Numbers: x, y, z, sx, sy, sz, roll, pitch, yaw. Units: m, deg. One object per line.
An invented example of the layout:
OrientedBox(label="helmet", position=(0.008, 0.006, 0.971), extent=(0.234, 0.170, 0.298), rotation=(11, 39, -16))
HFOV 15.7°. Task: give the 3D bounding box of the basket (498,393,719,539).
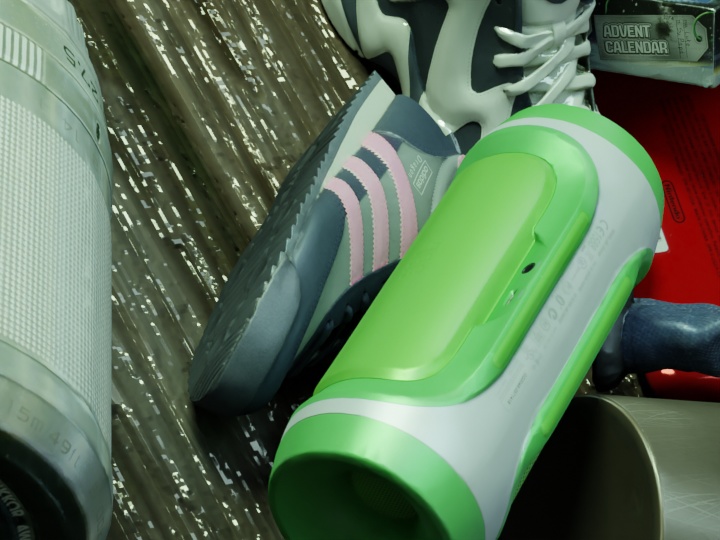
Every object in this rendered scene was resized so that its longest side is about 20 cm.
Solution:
OrientedBox(label="basket", position=(0.160, 0.115, 1.003), extent=(0.199, 0.137, 0.180), rotation=(11, 18, -29))

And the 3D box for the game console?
OrientedBox(label="game console", position=(0.181, -0.006, 1.219), extent=(0.171, 0.119, 0.201), rotation=(-9, 58, -11))

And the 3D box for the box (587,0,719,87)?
OrientedBox(label="box", position=(0.146, -0.140, 1.222), extent=(0.136, 0.040, 0.200), rotation=(11, 26, 30))

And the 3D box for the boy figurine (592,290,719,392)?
OrientedBox(label="boy figurine", position=(0.191, 0.024, 1.052), extent=(0.124, 0.199, 0.065), rotation=(38, 52, -79))

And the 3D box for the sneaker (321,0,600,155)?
OrientedBox(label="sneaker", position=(0.076, -0.096, 1.102), extent=(0.079, 0.130, 0.200), rotation=(-21, 71, -37))

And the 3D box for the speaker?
OrientedBox(label="speaker", position=(0.043, 0.026, 0.951), extent=(0.088, 0.088, 0.200), rotation=(40, 49, -7))

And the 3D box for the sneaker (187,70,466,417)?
OrientedBox(label="sneaker", position=(0.000, 0.000, 1.005), extent=(0.082, 0.070, 0.200), rotation=(38, 41, -8))

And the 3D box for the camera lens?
OrientedBox(label="camera lens", position=(-0.154, 0.008, 0.784), extent=(0.159, 0.160, 0.201), rotation=(21, 44, -28))
